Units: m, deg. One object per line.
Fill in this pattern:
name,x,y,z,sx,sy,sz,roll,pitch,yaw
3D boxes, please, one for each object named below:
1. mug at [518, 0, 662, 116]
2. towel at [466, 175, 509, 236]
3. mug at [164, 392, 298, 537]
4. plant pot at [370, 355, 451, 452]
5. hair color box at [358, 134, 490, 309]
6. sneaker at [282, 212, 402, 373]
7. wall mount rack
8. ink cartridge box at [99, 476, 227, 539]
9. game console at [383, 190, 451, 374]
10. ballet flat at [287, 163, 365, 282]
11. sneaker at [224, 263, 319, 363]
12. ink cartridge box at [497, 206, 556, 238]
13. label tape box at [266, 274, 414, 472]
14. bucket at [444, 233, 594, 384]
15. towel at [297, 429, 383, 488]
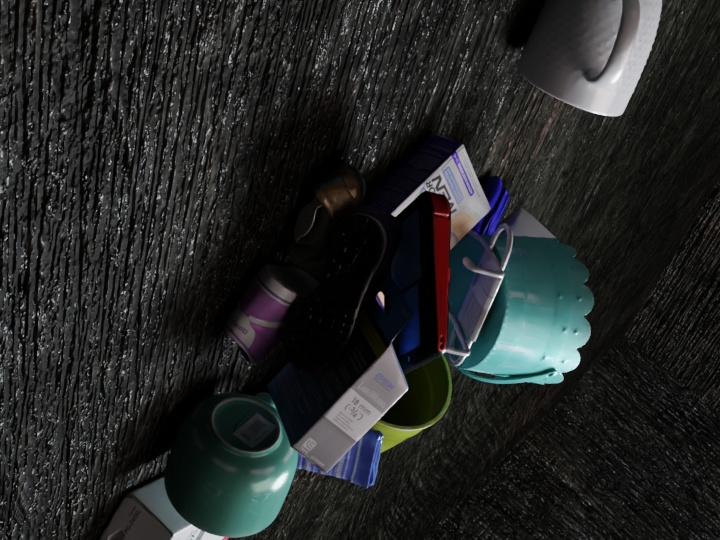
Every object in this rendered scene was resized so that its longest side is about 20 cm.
mug,0.294,-0.291,1.698,0.201,0.146,0.177,-98,-153,-64
towel,0.155,-0.024,2.031,0.201,0.049,0.149,-58,171,-39
mug,-0.153,0.210,1.680,0.150,0.186,0.115,5,132,-20
plant pot,-0.008,0.176,1.914,0.200,0.201,0.193,-32,167,-46
hair color box,0.061,-0.058,1.707,0.200,0.065,0.110,-44,129,-18
sneaker,-0.010,0.027,1.555,0.201,0.075,0.087,-59,160,21
wall mount rack,0.119,0.012,1.788,0.174,0.074,0.202,-113,-140,-61
ink cartridge box,-0.240,0.330,1.785,0.146,0.083,0.199,-58,162,24
game console,0.058,0.018,1.542,0.200,0.031,0.180,138,-44,-72
ballet flat,-0.043,-0.039,1.570,0.072,0.068,0.201,-19,150,-23
sneaker,-0.090,0.056,1.628,0.115,0.073,0.200,-53,152,12
ink cartridge box,0.197,0.021,2.105,0.145,0.083,0.201,-38,-165,46
label tape box,-0.007,0.107,1.576,0.200,0.063,0.144,-47,-152,8
bucket,0.196,0.049,1.853,0.133,0.208,0.209,8,129,-28
towel,-0.071,0.229,1.842,0.146,0.197,0.024,100,3,-56
